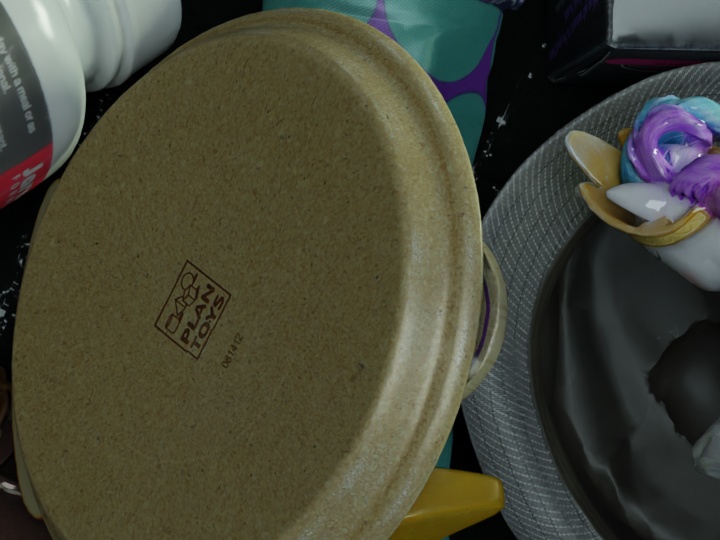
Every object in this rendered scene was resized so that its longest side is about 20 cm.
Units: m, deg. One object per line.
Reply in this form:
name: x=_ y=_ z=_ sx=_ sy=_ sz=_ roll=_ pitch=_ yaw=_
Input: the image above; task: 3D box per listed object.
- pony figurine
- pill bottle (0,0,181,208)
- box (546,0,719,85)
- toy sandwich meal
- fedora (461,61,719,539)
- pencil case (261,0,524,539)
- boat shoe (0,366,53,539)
pony figurine: x=0.158 y=0.025 z=0.776 sx=0.200 sy=0.193 sz=0.167 roll=45 pitch=74 yaw=-14
pill bottle: x=-0.156 y=-0.055 z=0.847 sx=0.200 sy=0.111 sz=0.111 roll=-36 pitch=93 yaw=-27
box: x=0.129 y=-0.164 z=0.907 sx=0.122 sy=0.106 sz=0.200 roll=0 pitch=88 yaw=-7
toy sandwich meal: x=-0.029 y=0.020 z=0.809 sx=0.070 sy=0.205 sz=0.206 roll=18 pitch=84 yaw=-45
fedora: x=0.115 y=0.031 z=0.905 sx=0.177 sy=0.090 sz=0.200 roll=-39 pitch=99 yaw=-6
pencil case: x=0.000 y=0.000 z=0.894 sx=0.085 sy=0.092 sz=0.200 roll=5 pitch=88 yaw=29
boat shoe: x=-0.139 y=0.052 z=0.884 sx=0.200 sy=0.072 sz=0.072 roll=21 pitch=87 yaw=0
